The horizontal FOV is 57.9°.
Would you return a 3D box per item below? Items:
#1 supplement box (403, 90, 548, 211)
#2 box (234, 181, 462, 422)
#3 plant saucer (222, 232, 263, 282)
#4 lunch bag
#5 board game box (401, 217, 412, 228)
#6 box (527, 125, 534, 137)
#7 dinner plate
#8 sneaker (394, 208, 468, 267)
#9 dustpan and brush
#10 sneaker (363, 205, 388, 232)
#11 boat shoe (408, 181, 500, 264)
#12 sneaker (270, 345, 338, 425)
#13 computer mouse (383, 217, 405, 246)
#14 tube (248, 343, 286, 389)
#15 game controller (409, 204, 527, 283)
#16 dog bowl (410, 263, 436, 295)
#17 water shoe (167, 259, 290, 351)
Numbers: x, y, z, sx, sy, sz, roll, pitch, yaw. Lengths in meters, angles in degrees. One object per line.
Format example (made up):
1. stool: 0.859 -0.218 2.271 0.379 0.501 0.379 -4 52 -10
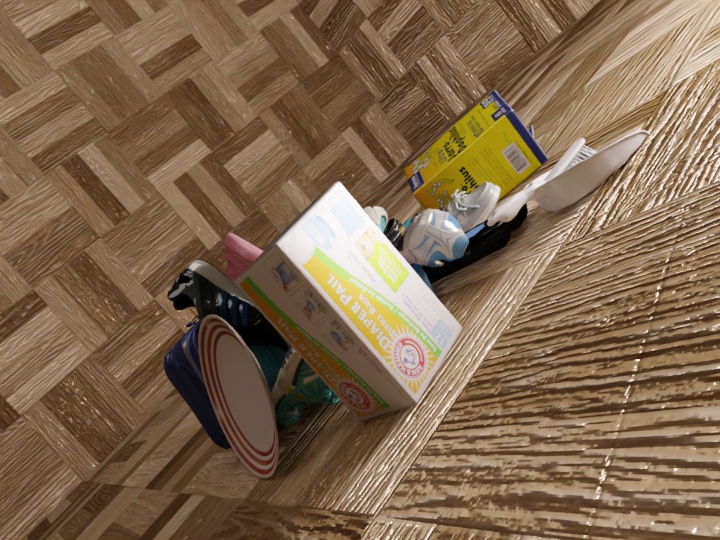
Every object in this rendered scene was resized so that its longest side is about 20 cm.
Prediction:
1. supplement box: 0.182 -0.171 1.055 0.199 0.109 0.110 -40 26 16
2. box: -0.010 0.036 0.654 0.101 0.201 0.113 -32 13 50
3. plant saucer: -0.096 0.024 0.838 0.052 0.198 0.200 -58 9 -3
4. lunch bag: -0.177 0.138 0.935 0.131 0.202 0.136 -30 8 43
5. board game box: 0.021 -0.004 1.273 0.199 0.047 0.151 -35 11 43
6. box: 0.239 -0.179 1.181 0.199 0.033 0.121 -39 9 24
7. dinner plate: -0.142 0.148 0.778 0.024 0.204 0.199 -19 -5 -31
8. sneaker: 0.088 -0.035 0.826 0.073 0.072 0.200 -57 3 0
9. dustpan and brush: 0.221 -0.100 0.748 0.200 0.057 0.139 -45 9 -19
10. sneaker: 0.007 -0.010 1.076 0.203 0.075 0.081 98 165 -45
11. boat shoe: 0.129 -0.071 1.002 0.201 0.065 0.075 -38 18 35
12. sneaker: -0.061 0.137 0.776 0.078 0.078 0.201 -61 -1 -40
13. computer mouse: 0.000 0.000 0.963 0.111 0.043 0.200 -61 6 -31
14. tube: -0.098 0.124 0.899 0.051 0.078 0.198 -47 -20 31
15. game controller: 0.139 -0.035 0.877 0.105 0.042 0.199 -48 10 -36
16. dog bowl: 0.025 0.065 0.879 0.199 0.050 0.112 -34 11 43
17. water shoe: -0.167 0.066 0.857 0.079 0.198 0.072 -51 -22 -20
